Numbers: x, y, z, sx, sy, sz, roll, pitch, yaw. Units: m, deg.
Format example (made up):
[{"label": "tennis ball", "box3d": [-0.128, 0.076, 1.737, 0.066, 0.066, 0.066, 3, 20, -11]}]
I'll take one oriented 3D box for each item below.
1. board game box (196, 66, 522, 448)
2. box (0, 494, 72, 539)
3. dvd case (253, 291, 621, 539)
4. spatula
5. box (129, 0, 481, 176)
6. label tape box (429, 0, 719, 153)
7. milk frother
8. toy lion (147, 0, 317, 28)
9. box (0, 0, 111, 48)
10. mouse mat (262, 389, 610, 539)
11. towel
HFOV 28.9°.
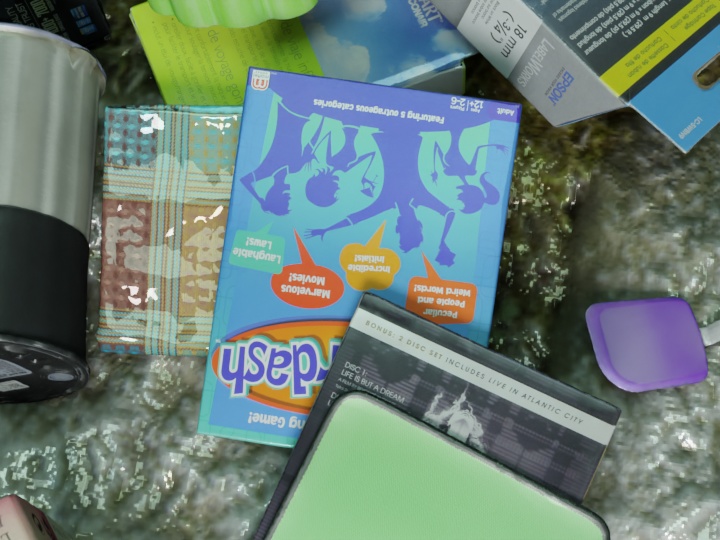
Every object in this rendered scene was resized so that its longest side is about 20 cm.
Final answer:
[{"label": "board game box", "box3d": [0.000, 0.000, 0.764, 0.151, 0.045, 0.202, 7, 89, 3]}, {"label": "box", "box3d": [-0.169, 0.234, 0.687, 0.127, 0.109, 0.201, -30, 69, -8]}, {"label": "dvd case", "box3d": [0.028, 0.132, 0.725, 0.148, 0.016, 0.201, 24, 89, 5]}, {"label": "spatula", "box3d": [0.228, 0.026, 0.781, 0.198, 0.021, 0.057, -13, 63, 6]}, {"label": "box", "box3d": [-0.028, -0.138, 0.857, 0.199, 0.048, 0.123, -22, 69, -4]}, {"label": "label tape box", "box3d": [0.143, -0.157, 0.819, 0.144, 0.063, 0.200, -38, 79, -30]}, {"label": "milk frother", "box3d": [-0.242, -0.042, 0.755, 0.179, 0.200, 0.190, -5, 68, 7]}, {"label": "toy lion", "box3d": [-0.045, -0.226, 0.849, 0.199, 0.069, 0.192, -18, 48, -1]}, {"label": "box", "box3d": [-0.253, -0.190, 0.812, 0.163, 0.200, 0.087, -21, 68, -5]}, {"label": "mouse mat", "box3d": [0.016, 0.182, 0.712, 0.160, 0.008, 0.201, 27, 89, 5]}, {"label": "towel", "box3d": [-0.050, -0.022, 0.799, 0.198, 0.022, 0.148, 1, 89, 1]}]
